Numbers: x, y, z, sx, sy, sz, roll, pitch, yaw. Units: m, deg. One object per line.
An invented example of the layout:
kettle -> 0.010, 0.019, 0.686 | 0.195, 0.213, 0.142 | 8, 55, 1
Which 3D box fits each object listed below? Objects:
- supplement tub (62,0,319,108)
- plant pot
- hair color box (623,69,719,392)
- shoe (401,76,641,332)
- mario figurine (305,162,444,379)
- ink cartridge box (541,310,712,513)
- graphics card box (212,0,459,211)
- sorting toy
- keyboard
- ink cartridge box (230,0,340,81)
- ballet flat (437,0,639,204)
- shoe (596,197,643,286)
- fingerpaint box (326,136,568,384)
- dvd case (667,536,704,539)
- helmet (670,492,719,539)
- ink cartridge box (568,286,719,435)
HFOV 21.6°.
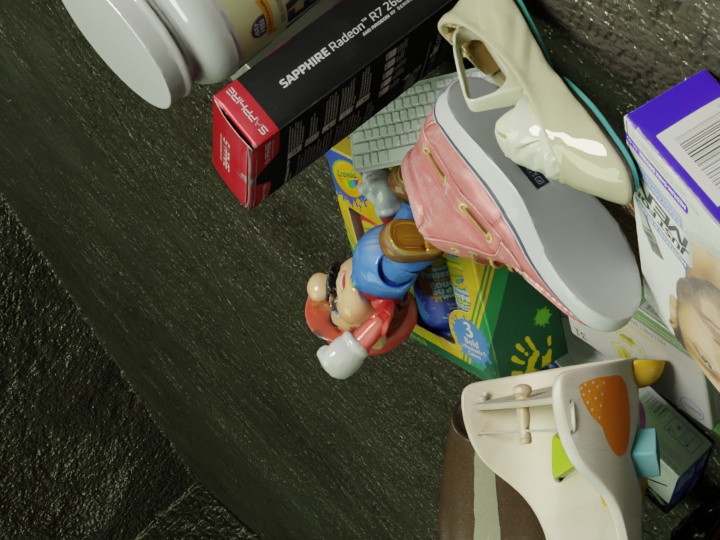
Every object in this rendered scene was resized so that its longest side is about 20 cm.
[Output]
supplement tub -> -0.098, -0.221, 1.303 | 0.145, 0.200, 0.145 | 44, 165, 15
plant pot -> 0.139, 0.196, 1.584 | 0.187, 0.186, 0.201 | 29, 142, 51
hair color box -> 0.219, -0.014, 1.148 | 0.110, 0.065, 0.200 | 56, 173, 34
shoe -> 0.104, -0.028, 1.264 | 0.201, 0.071, 0.091 | 54, 142, 16
mario figurine -> 0.000, 0.000, 1.438 | 0.106, 0.123, 0.200 | 45, 146, 11
ink cartridge box -> 0.201, 0.107, 1.575 | 0.200, 0.044, 0.094 | 44, 163, 19
graphics card box -> -0.012, -0.134, 1.277 | 0.051, 0.200, 0.126 | 50, 166, 11
sorting toy -> 0.165, 0.160, 1.370 | 0.200, 0.106, 0.181 | 161, 99, -74
keyboard -> 0.058, -0.109, 1.334 | 0.199, 0.011, 0.057 | -7, 82, 49
ink cartridge box -> -0.064, -0.198, 1.424 | 0.200, 0.117, 0.067 | 48, 166, 5
ballet flat -> 0.103, -0.104, 1.174 | 0.070, 0.069, 0.201 | 68, 176, -52
shoe -> 0.137, -0.060, 1.325 | 0.200, 0.070, 0.053 | 46, -166, 24
fingerpaint box -> 0.065, -0.019, 1.518 | 0.200, 0.073, 0.168 | 29, 141, 52
dvd case -> 0.327, 0.281, 1.540 | 0.148, 0.016, 0.200 | 6, -154, -50
helmet -> 0.300, 0.245, 1.358 | 0.201, 0.199, 0.191 | 57, 178, -29
ink cartridge box -> 0.223, 0.067, 1.412 | 0.145, 0.048, 0.201 | 37, 159, 35
